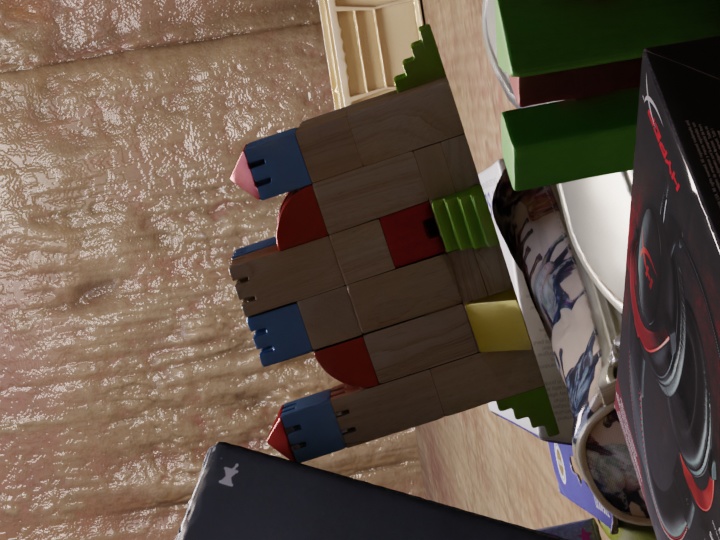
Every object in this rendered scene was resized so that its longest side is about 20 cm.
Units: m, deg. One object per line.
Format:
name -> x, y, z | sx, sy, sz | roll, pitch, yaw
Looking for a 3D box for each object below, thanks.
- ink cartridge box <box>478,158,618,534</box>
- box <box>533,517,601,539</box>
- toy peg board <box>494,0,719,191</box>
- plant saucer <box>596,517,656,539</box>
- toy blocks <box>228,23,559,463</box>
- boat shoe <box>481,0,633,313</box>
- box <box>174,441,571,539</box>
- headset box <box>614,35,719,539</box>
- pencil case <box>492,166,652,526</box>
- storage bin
ink cartridge box -> 0.096, 0.040, 1.006 | 0.200, 0.040, 0.201 | 150, 112, -87
box -> 0.106, 0.233, 1.076 | 0.200, 0.114, 0.133 | 66, -167, -71
toy peg board -> 0.086, -0.145, 0.657 | 0.201, 0.097, 0.200 | 85, 175, -47
plant saucer -> 0.137, 0.068, 0.978 | 0.200, 0.031, 0.201 | 171, 90, -88
toy blocks -> 0.000, 0.000, 0.859 | 0.100, 0.136, 0.201 | -86, -22, -79
boat shoe -> 0.110, -0.059, 0.762 | 0.075, 0.061, 0.201 | 105, 152, -42
box -> 0.034, 0.184, 0.868 | 0.197, 0.199, 0.125 | 41, -115, -55
headset box -> 0.133, 0.048, 0.544 | 0.201, 0.075, 0.149 | 85, 175, -51
pencil case -> 0.113, 0.014, 0.801 | 0.200, 0.077, 0.090 | -102, -5, -51
storage bin -> 0.014, -0.227, 1.860 | 0.200, 0.093, 0.200 | -122, 23, -82
